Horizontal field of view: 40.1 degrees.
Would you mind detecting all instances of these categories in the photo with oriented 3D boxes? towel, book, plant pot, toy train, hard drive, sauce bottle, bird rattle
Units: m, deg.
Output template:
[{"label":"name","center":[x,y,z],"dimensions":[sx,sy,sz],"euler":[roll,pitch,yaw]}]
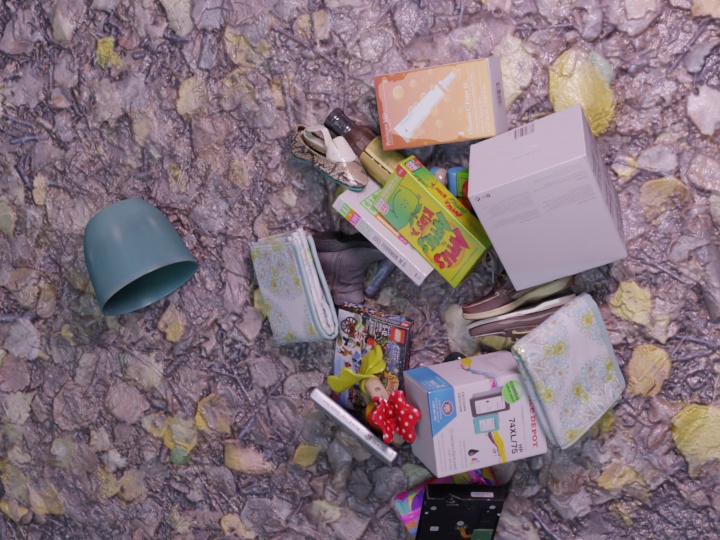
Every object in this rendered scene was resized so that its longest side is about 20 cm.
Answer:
[{"label":"towel","center":[0.343,0.164,1.602],"dimensions":[0.048,0.170,0.203],"euler":[4,124,58]},{"label":"towel","center":[-0.122,0.031,1.787],"dimensions":[0.170,0.048,0.204],"euler":[-7,100,54]},{"label":"book","center":[0.057,-0.070,1.687],"dimensions":[0.199,0.133,0.048],"euler":[42,123,7]},{"label":"plant pot","center":[-0.429,-0.036,1.861],"dimensions":[0.199,0.200,0.163],"euler":[-34,78,24]},{"label":"toy train","center":[0.173,-0.079,1.680],"dimensions":[0.114,0.084,0.204],"euler":[11,116,35]},{"label":"hard drive","center":[0.171,0.451,1.747],"dimensions":[0.136,0.038,0.203],"euler":[2,131,-3]},{"label":"sauce bottle","center":[0.022,-0.205,1.711],"dimensions":[0.200,0.065,0.065],"euler":[43,113,7]},{"label":"bird rattle","center":[0.043,0.234,1.703],"dimensions":[0.200,0.112,0.165],"euler":[42,160,39]}]

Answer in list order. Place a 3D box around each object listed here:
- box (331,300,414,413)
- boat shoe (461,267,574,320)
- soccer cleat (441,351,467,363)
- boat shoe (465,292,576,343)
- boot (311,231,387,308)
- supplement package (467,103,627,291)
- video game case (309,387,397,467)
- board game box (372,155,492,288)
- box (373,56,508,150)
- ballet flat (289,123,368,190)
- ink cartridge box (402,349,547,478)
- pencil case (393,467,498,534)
[{"label":"box","center":[0.020,0.166,1.787],"dimensions":[0.134,0.038,0.204],"euler":[15,118,18]},{"label":"boat shoe","center":[0.257,0.024,1.661],"dimensions":[0.197,0.072,0.073],"euler":[-21,95,16]},{"label":"soccer cleat","center":[0.146,0.243,1.753],"dimensions":[0.066,0.081,0.204],"euler":[22,109,15]},{"label":"boat shoe","center":[0.276,0.090,1.676],"dimensions":[0.196,0.072,0.061],"euler":[-16,93,18]},{"label":"boot","center":[0.000,0.000,1.774],"dimensions":[0.196,0.070,0.134],"euler":[3,111,25]},{"label":"supplement package","center":[0.292,-0.111,1.541],"dimensions":[0.188,0.148,0.201],"euler":[-18,125,23]},{"label":"video game case","center":[-0.009,0.285,1.770],"dimensions":[0.181,0.200,0.024],"euler":[38,80,10]},{"label":"board game box","center":[0.121,-0.081,1.628],"dimensions":[0.200,0.047,0.102],"euler":[46,130,11]},{"label":"box","center":[0.134,-0.276,1.633],"dimensions":[0.196,0.097,0.127],"euler":[-5,100,22]},{"label":"ballet flat","center":[-0.058,-0.206,1.703],"dimensions":[0.199,0.067,0.077],"euler":[33,130,43]},{"label":"ink cartridge box","center":[0.191,0.236,1.655],"dimensions":[0.196,0.146,0.150],"euler":[-10,100,-13]},{"label":"pencil case","center":[0.155,0.405,1.785],"dimensions":[0.199,0.088,0.089],"euler":[-34,89,25]}]
